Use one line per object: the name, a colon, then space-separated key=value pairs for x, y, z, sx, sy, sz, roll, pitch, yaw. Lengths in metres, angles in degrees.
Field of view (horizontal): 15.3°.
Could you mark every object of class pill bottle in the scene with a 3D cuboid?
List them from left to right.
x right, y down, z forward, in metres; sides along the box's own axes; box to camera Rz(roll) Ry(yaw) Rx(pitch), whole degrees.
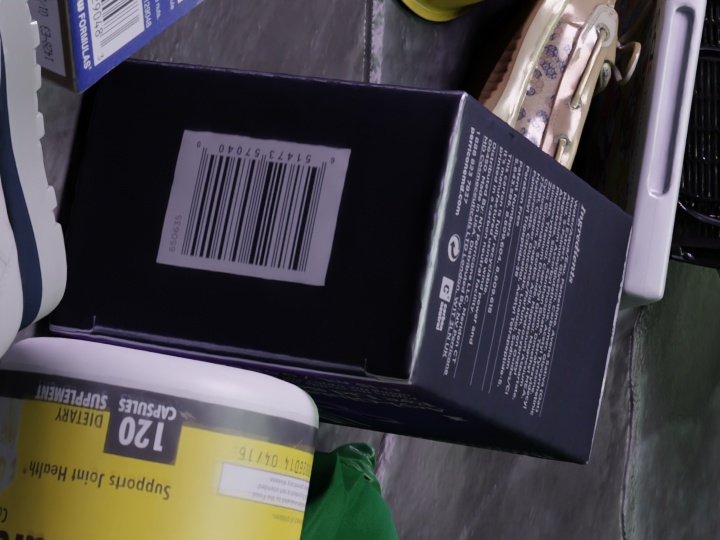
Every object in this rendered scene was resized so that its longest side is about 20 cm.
pill bottle: x=-0.083 y=0.129 z=0.902 sx=0.112 sy=0.112 sz=0.201 roll=22 pitch=76 yaw=-64

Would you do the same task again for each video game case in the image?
video game case: x=0.134 y=-0.071 z=1.310 sx=0.200 sy=0.023 sz=0.183 roll=135 pitch=-36 yaw=-85

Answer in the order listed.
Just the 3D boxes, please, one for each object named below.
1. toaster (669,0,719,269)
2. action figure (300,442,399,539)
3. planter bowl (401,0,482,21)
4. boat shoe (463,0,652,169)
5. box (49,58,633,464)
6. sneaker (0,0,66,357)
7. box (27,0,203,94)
toaster: x=0.246 y=-0.086 z=1.461 sx=0.119 sy=0.180 sz=0.201 roll=-38 pitch=129 yaw=-58
action figure: x=-0.023 y=0.135 z=1.083 sx=0.118 sy=0.055 sz=0.200 roll=55 pitch=30 yaw=-22
planter bowl: x=0.077 y=-0.207 z=1.186 sx=0.200 sy=0.083 sz=0.201 roll=-30 pitch=124 yaw=-59
boat shoe: x=0.082 y=-0.074 z=1.227 sx=0.200 sy=0.063 sz=0.073 roll=-62 pitch=-170 yaw=-23
box: x=0.000 y=0.000 z=1.003 sx=0.200 sy=0.147 sz=0.105 roll=28 pitch=72 yaw=-63
sneaker: x=-0.142 y=-0.043 z=0.786 sx=0.081 sy=0.076 sz=0.201 roll=-45 pitch=135 yaw=-39
box: x=-0.041 y=-0.156 z=0.851 sx=0.200 sy=0.032 sz=0.122 roll=-40 pitch=142 yaw=-38
